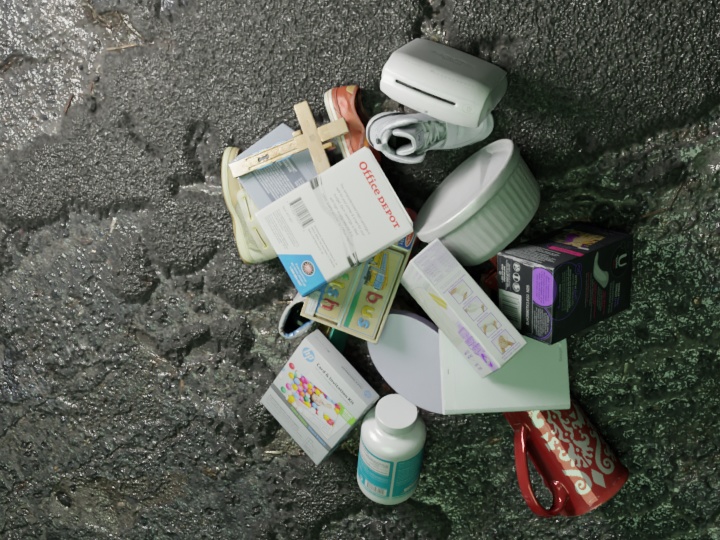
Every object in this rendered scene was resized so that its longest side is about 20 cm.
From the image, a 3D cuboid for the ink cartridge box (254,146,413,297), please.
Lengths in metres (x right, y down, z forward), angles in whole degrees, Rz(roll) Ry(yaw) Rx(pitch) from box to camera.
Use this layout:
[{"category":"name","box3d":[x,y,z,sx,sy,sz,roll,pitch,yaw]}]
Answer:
[{"category":"ink cartridge box","box3d":[-0.037,-0.072,1.573,0.199,0.084,0.147,-30,87,0]}]

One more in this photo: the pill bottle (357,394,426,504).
[{"category":"pill bottle","box3d":[0.053,0.297,1.750,0.110,0.111,0.201,17,136,11]}]

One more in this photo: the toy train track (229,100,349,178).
[{"category":"toy train track","box3d":[-0.109,-0.190,1.627,0.198,0.033,0.116,-20,87,12]}]

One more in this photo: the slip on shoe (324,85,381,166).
[{"category":"slip on shoe","box3d":[0.006,-0.199,1.642,0.061,0.074,0.202,-19,98,19]}]

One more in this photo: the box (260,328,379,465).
[{"category":"box","box3d":[-0.073,0.219,1.769,0.156,0.041,0.200,47,131,11]}]

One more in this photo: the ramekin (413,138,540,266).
[{"category":"ramekin","box3d":[0.182,-0.095,1.560,0.202,0.203,0.094,-39,106,25]}]

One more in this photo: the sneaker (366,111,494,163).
[{"category":"sneaker","box3d":[0.108,-0.205,1.563,0.197,0.115,0.076,-5,109,0]}]

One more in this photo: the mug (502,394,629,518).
[{"category":"mug","box3d":[0.319,0.284,1.667,0.133,0.177,0.201,-32,94,28]}]

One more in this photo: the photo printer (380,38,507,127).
[{"category":"photo printer","box3d":[0.121,-0.273,1.505,0.165,0.200,0.070,23,115,9]}]

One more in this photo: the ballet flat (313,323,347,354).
[{"category":"ballet flat","box3d":[-0.064,0.153,1.802,0.072,0.068,0.202,18,119,31]}]

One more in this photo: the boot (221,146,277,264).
[{"category":"boot","box3d":[-0.142,-0.115,1.717,0.153,0.072,0.202,-6,108,17]}]

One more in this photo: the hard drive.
[{"category":"hard drive","box3d":[0.223,0.153,1.615,0.197,0.026,0.134,-2,84,-5]}]

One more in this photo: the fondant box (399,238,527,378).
[{"category":"fondant box","box3d":[0.148,0.059,1.535,0.058,0.144,0.200,-40,83,-11]}]

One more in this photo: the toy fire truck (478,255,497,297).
[{"category":"toy fire truck","box3d":[0.205,0.035,1.658,0.141,0.049,0.200,-40,95,12]}]

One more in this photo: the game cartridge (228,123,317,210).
[{"category":"game cartridge","box3d":[-0.103,-0.126,1.661,0.133,0.040,0.201,-35,87,3]}]

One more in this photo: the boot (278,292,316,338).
[{"category":"boot","box3d":[-0.059,0.039,1.732,0.073,0.096,0.200,40,115,0]}]

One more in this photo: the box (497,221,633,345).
[{"category":"box","box3d":[0.305,0.015,1.543,0.106,0.199,0.124,19,118,45]}]

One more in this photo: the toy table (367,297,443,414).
[{"category":"toy table","box3d":[0.108,0.130,1.702,0.183,0.117,0.201,-32,98,24]}]

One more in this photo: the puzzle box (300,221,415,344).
[{"category":"puzzle box","box3d":[0.000,0.000,1.625,0.132,0.025,0.202,19,88,1]}]

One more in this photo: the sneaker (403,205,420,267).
[{"category":"sneaker","box3d":[0.048,-0.005,1.675,0.073,0.087,0.202,21,105,-6]}]
